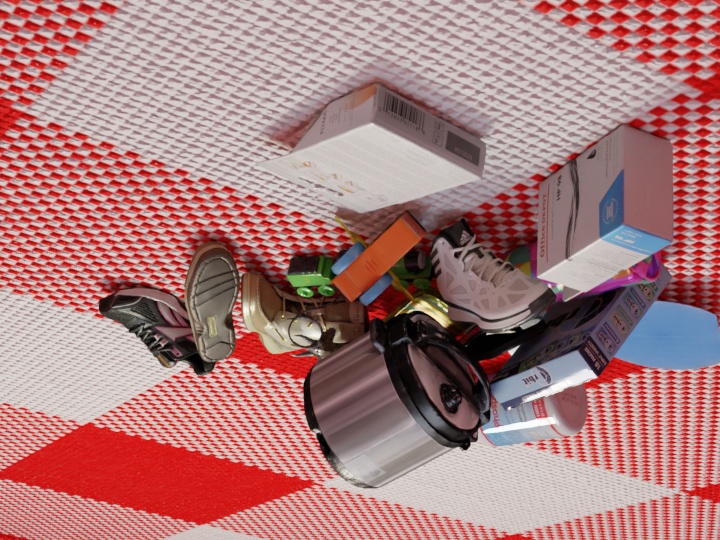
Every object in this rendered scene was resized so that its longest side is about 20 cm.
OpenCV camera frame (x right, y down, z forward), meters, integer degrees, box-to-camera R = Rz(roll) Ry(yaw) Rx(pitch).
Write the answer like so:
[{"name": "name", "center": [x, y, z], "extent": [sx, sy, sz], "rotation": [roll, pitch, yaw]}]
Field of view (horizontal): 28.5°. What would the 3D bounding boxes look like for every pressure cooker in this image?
[{"name": "pressure cooker", "center": [0.054, 0.149, 1.690], "extent": [0.199, 0.180, 0.175], "rotation": [-31, 164, 25]}]

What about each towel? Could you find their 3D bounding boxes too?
[{"name": "towel", "center": [0.060, 0.091, 1.841], "extent": [0.086, 0.018, 0.200], "rotation": [33, 134, -16]}]

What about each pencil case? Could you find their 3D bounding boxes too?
[{"name": "pencil case", "center": [0.252, -0.002, 1.660], "extent": [0.199, 0.090, 0.088], "rotation": [-20, 146, 41]}]

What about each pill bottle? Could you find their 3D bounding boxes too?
[{"name": "pill bottle", "center": [0.226, 0.201, 2.091], "extent": [0.198, 0.110, 0.108], "rotation": [-15, 149, 36]}]

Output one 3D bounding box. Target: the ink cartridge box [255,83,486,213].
[{"name": "ink cartridge box", "center": [0.010, -0.124, 1.502], "extent": [0.161, 0.051, 0.199], "rotation": [23, 159, -36]}]

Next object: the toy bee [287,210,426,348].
[{"name": "toy bee", "center": [-0.001, -0.006, 1.689], "extent": [0.198, 0.132, 0.109], "rotation": [-21, -170, 16]}]

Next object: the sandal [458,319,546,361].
[{"name": "sandal", "center": [0.148, 0.084, 1.765], "extent": [0.075, 0.046, 0.199], "rotation": [-24, -176, -39]}]

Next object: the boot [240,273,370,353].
[{"name": "boot", "center": [-0.069, 0.054, 1.871], "extent": [0.152, 0.073, 0.200], "rotation": [-3, 156, 13]}]

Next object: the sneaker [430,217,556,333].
[{"name": "sneaker", "center": [0.136, 0.002, 1.621], "extent": [0.200, 0.075, 0.116], "rotation": [2, 123, 62]}]

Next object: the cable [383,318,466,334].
[{"name": "cable", "center": [0.101, 0.081, 1.927], "extent": [0.161, 0.052, 0.200], "rotation": [1, 164, 24]}]

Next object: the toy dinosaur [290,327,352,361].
[{"name": "toy dinosaur", "center": [-0.008, 0.138, 1.859], "extent": [0.101, 0.078, 0.201], "rotation": [7, 143, 27]}]

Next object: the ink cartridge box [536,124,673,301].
[{"name": "ink cartridge box", "center": [0.245, -0.055, 1.505], "extent": [0.066, 0.117, 0.200], "rotation": [15, 154, -22]}]

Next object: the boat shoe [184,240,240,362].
[{"name": "boat shoe", "center": [-0.199, 0.028, 1.837], "extent": [0.071, 0.077, 0.202], "rotation": [-9, 137, -17]}]

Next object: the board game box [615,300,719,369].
[{"name": "board game box", "center": [0.394, 0.070, 1.857], "extent": [0.156, 0.039, 0.200], "rotation": [1, 151, 22]}]

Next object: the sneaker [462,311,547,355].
[{"name": "sneaker", "center": [0.218, 0.066, 1.841], "extent": [0.198, 0.077, 0.092], "rotation": [20, 148, -33]}]

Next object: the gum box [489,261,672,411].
[{"name": "gum box", "center": [0.263, 0.073, 1.706], "extent": [0.045, 0.200, 0.169], "rotation": [50, 143, -9]}]

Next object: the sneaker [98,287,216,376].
[{"name": "sneaker", "center": [-0.270, 0.088, 1.965], "extent": [0.198, 0.087, 0.080], "rotation": [21, 150, -31]}]

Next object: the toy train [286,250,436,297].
[{"name": "toy train", "center": [0.000, 0.000, 1.776], "extent": [0.197, 0.042, 0.057], "rotation": [-5, 144, 21]}]
